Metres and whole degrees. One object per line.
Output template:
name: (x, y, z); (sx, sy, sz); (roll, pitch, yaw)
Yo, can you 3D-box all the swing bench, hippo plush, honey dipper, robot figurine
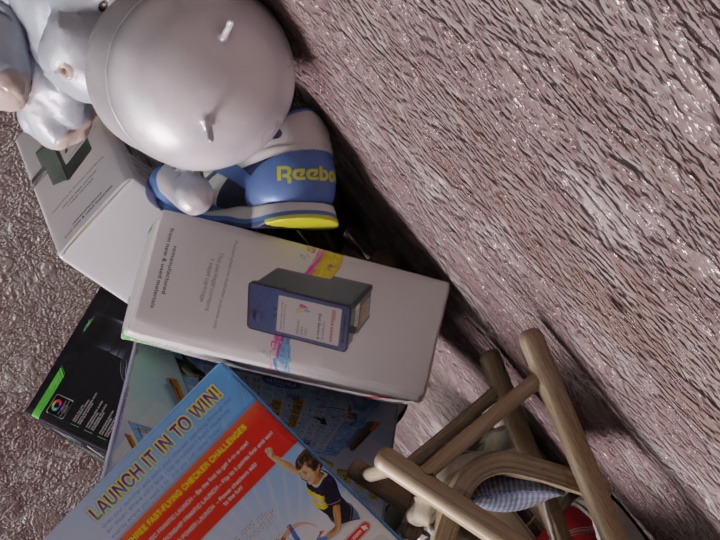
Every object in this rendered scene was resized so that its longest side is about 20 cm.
swing bench: (0.108, 0.155, 1.187); (0.200, 0.130, 0.199); (51, 172, 3)
hippo plush: (-0.181, -0.185, 1.382); (0.159, 0.200, 0.161); (7, 178, -37)
honey dipper: (0.000, 0.000, 1.460); (0.038, 0.038, 0.200); (52, 169, -7)
robot figurine: (-0.106, -0.121, 1.199); (0.200, 0.113, 0.170); (-154, 61, -72)

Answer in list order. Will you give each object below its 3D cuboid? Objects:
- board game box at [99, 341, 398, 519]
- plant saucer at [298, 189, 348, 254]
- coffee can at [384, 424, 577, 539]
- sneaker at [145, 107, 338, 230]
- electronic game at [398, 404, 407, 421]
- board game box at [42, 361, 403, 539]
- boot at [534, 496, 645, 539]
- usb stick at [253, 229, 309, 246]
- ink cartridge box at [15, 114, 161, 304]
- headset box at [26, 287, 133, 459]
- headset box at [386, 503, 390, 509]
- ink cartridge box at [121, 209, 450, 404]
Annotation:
board game box: (-0.077, 0.128, 1.382); (0.200, 0.200, 0.041); (15, 140, -7)
plant saucer: (-0.072, -0.094, 1.454); (0.200, 0.029, 0.200); (49, 172, 9)
coffee can: (0.120, 0.231, 1.413); (0.200, 0.146, 0.146); (53, 172, -5)
sneaker: (-0.078, -0.070, 1.323); (0.200, 0.074, 0.082); (6, 97, 54)
electronic game: (-0.056, 0.097, 1.720); (0.200, 0.200, 0.042); (43, 135, 47)
board game box: (-0.088, 0.198, 1.256); (0.196, 0.200, 0.056); (44, 174, 9)
boot: (0.167, 0.267, 1.312); (0.200, 0.144, 0.072); (50, 171, 3)
usb stick: (-0.059, -0.017, 1.485); (0.200, 0.033, 0.055); (51, 173, 22)
ink cartridge box: (-0.172, -0.050, 1.507); (0.146, 0.084, 0.200); (37, -168, -33)
headset box: (-0.153, 0.083, 1.592); (0.200, 0.174, 0.093); (18, 163, 46)
headset box: (0.050, 0.216, 1.636); (0.093, 0.174, 0.200); (50, 172, 10)
ink cartridge box: (-0.054, 0.029, 1.323); (0.200, 0.088, 0.145); (16, 174, -7)
